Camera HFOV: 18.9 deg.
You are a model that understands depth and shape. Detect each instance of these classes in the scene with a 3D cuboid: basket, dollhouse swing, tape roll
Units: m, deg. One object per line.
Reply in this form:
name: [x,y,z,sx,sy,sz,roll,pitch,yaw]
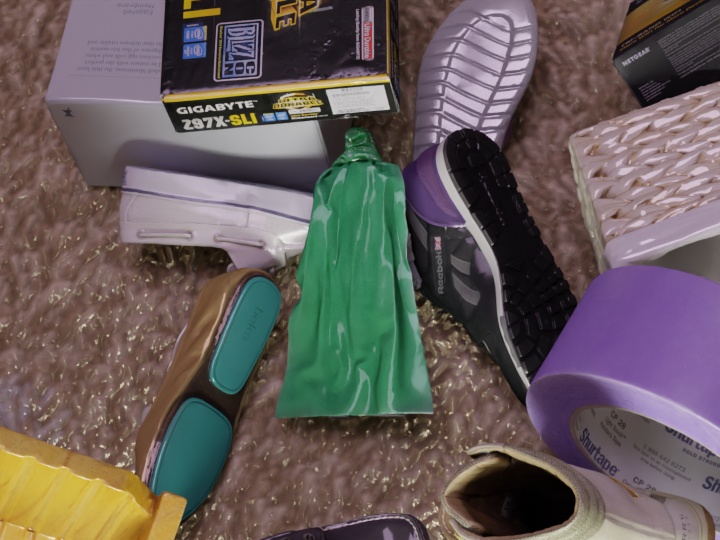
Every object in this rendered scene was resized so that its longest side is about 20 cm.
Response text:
basket: [0.248,-0.042,1.443,0.199,0.136,0.124,-18,53,1]
dollhouse swing: [-0.240,0.210,1.332,0.199,0.182,0.176,21,62,-9]
tape roll: [0.207,0.091,1.328,0.199,0.200,0.085,23,65,23]

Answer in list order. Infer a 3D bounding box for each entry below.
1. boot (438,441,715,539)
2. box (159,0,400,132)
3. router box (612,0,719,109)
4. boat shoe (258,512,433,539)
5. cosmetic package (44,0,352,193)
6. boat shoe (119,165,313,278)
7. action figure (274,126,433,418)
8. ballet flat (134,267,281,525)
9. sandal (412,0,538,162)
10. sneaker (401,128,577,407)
boot: [0.095,0.145,1.319,0.200,0.154,0.072,2,78,43]
box: [-0.054,-0.195,1.505,0.159,0.049,0.201,-5,59,10]
router box: [0.275,-0.195,1.484,0.200,0.052,0.157,-31,12,20]
boat shoe: [-0.048,0.203,1.393,0.199,0.065,0.072,-18,57,1]
cosmetic package: [-0.105,-0.170,1.598,0.199,0.123,0.201,3,59,13]
boat shoe: [-0.077,-0.027,1.544,0.199,0.071,0.070,9,94,4]
action figure: [0.000,0.000,1.473,0.118,0.055,0.201,-2,82,21]
ballet flat: [-0.114,0.089,1.487,0.063,0.069,0.200,0,56,44]
sandal: [0.077,-0.108,1.567,0.082,0.050,0.203,13,77,15]
sneaker: [0.085,0.009,1.486,0.076,0.087,0.201,-9,74,-43]
